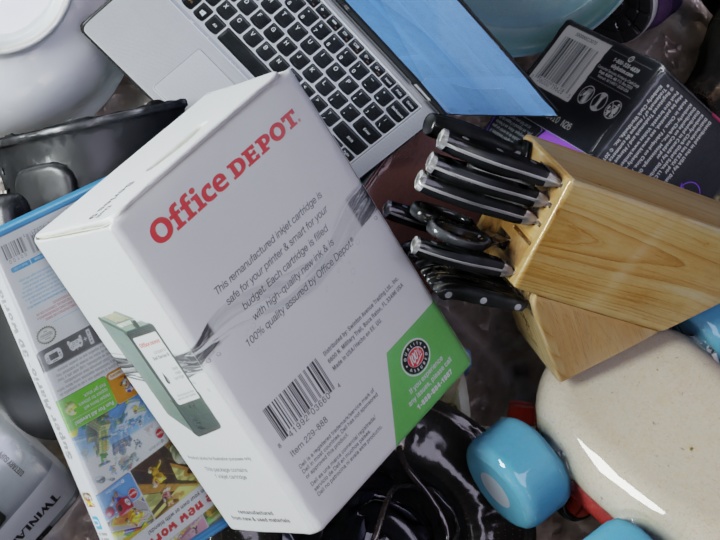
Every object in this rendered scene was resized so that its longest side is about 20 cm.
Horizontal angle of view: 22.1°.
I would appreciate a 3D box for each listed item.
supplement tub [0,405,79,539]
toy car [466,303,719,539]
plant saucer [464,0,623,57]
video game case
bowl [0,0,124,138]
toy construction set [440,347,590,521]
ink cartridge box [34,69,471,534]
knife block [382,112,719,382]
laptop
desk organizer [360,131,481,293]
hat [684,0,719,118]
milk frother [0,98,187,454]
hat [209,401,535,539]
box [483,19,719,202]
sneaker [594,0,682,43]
[{"bbox_3d":[-0.268,0.160,1.054,0.123,0.123,0.200,43,77,-10],"label":"supplement tub"},{"bbox_3d":[0.182,0.144,1.097,0.184,0.200,0.177,-34,56,-18],"label":"toy car"},{"bbox_3d":[0.096,-0.237,1.175,0.199,0.027,0.201,5,103,21],"label":"plant saucer"},{"bbox_3d":[-0.110,0.047,0.995,0.143,0.018,0.201,-29,103,-37],"label":"video game case"},{"bbox_3d":[-0.223,-0.169,1.099,0.200,0.090,0.202,1,88,-16],"label":"bowl"},{"bbox_3d":[0.115,0.089,1.182,0.199,0.092,0.132,8,100,-10],"label":"toy construction set"},{"bbox_3d":[-0.053,0.016,0.976,0.146,0.084,0.200,-44,112,-33],"label":"ink cartridge box"},{"bbox_3d":[0.118,-0.037,1.016,0.200,0.064,0.176,-25,125,-6],"label":"knife block"},{"bbox_3d":[-0.028,-0.114,1.041,0.200,0.116,0.187,-37,115,17],"label":"laptop"},{"bbox_3d":[0.000,0.000,1.165,0.077,0.072,0.200,38,78,-14],"label":"desk organizer"},{"bbox_3d":[0.252,-0.119,1.188,0.081,0.201,0.201,-42,99,3],"label":"hat"},{"bbox_3d":[-0.186,0.013,1.074,0.180,0.200,0.189,-17,96,-43],"label":"milk frother"},{"bbox_3d":[0.000,0.162,1.114,0.200,0.081,0.201,2,83,-16],"label":"hat"},{"bbox_3d":[0.188,-0.049,1.154,0.200,0.122,0.106,37,93,-33],"label":"box"},{"bbox_3d":[0.139,-0.242,1.228,0.200,0.076,0.088,54,42,4],"label":"sneaker"}]
